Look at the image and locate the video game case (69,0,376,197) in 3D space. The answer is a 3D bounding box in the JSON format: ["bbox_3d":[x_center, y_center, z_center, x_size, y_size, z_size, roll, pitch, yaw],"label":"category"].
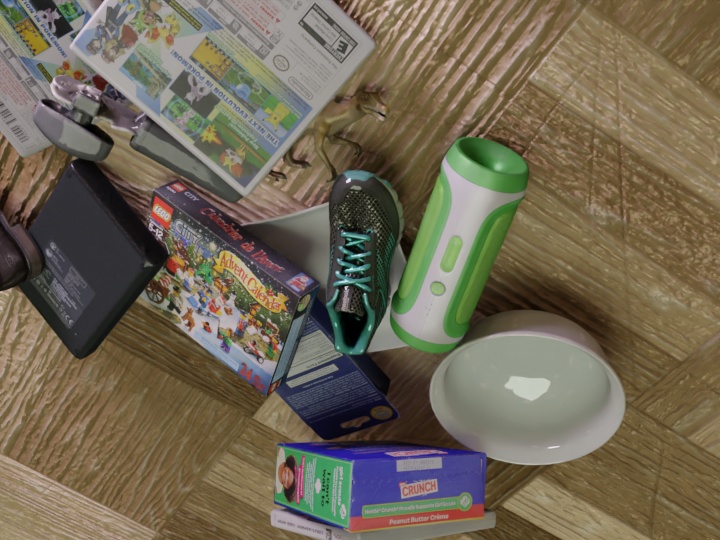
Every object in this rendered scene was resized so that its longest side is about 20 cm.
[{"bbox_3d":[-0.117,-0.195,0.805,0.200,0.022,0.183,40,101,-17],"label":"video game case"}]

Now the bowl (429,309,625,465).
[{"bbox_3d":[0.176,0.108,0.982,0.198,0.091,0.203,7,131,8],"label":"bowl"}]

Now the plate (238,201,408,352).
[{"bbox_3d":[-0.033,0.009,0.994,0.198,0.033,0.201,-12,125,22],"label":"plate"}]

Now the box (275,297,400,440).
[{"bbox_3d":[-0.053,0.107,1.037,0.120,0.033,0.200,-23,120,31],"label":"box"}]

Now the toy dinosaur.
[{"bbox_3d":[-0.068,-0.141,0.879,0.197,0.058,0.102,6,114,8],"label":"toy dinosaur"}]

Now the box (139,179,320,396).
[{"bbox_3d":[-0.144,0.017,0.959,0.199,0.038,0.138,35,127,18],"label":"box"}]

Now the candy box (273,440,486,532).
[{"bbox_3d":[0.017,0.234,1.033,0.167,0.078,0.199,4,172,-27],"label":"candy box"}]

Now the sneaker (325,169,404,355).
[{"bbox_3d":[0.000,0.000,0.897,0.076,0.092,0.202,4,129,9],"label":"sneaker"}]

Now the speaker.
[{"bbox_3d":[0.091,-0.021,0.887,0.087,0.089,0.202,18,120,-1],"label":"speaker"}]

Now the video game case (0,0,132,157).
[{"bbox_3d":[-0.317,-0.220,0.875,0.181,0.022,0.201,-18,121,26],"label":"video game case"}]

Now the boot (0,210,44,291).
[{"bbox_3d":[-0.443,-0.024,0.957,0.200,0.174,0.069,44,129,3],"label":"boot"}]

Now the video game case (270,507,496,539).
[{"bbox_3d":[0.025,0.288,1.076,0.198,0.024,0.181,3,173,-36],"label":"video game case"}]

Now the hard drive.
[{"bbox_3d":[-0.302,-0.008,1.009,0.140,0.033,0.200,50,129,4],"label":"hard drive"}]

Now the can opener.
[{"bbox_3d":[-0.201,-0.113,0.864,0.199,0.054,0.067,29,110,-20],"label":"can opener"}]
